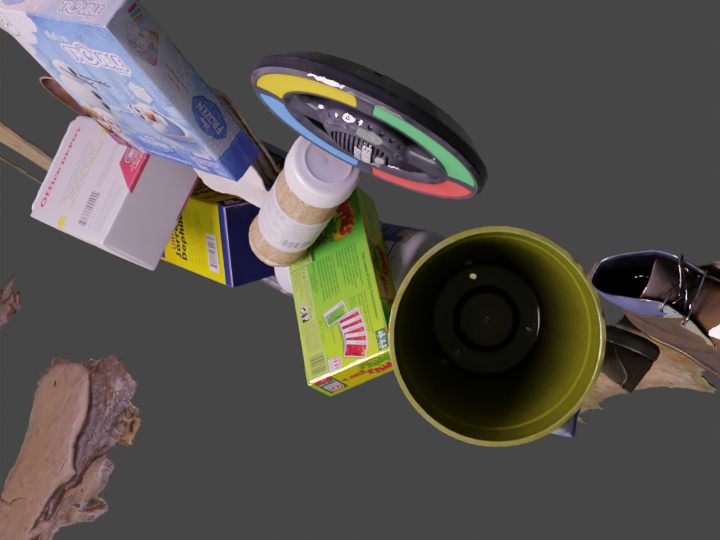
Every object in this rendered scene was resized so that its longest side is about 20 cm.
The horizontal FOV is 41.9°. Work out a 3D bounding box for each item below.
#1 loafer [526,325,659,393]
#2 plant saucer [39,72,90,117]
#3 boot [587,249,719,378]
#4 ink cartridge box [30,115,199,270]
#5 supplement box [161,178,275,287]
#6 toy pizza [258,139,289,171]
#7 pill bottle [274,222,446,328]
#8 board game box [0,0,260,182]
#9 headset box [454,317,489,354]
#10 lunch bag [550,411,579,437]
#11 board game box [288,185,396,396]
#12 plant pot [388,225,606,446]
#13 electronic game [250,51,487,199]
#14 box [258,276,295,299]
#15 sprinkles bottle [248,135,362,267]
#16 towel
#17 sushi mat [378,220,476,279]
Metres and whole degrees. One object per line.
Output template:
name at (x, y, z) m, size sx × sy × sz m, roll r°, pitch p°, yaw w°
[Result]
loafer at (0.235, 0.085, 1.073) m, size 0.199 × 0.072 × 0.073 m, roll 18°, pitch 177°, yaw 37°
plant saucer at (-0.290, -0.194, 1.144) m, size 0.199 × 0.035 × 0.200 m, roll 26°, pitch 172°, yaw 4°
boot at (0.263, 0.035, 0.727) m, size 0.096 × 0.075 × 0.200 m, roll 26°, pitch 175°, yaw -25°
ink cartridge box at (-0.300, -0.100, 1.149) m, size 0.199 × 0.146 × 0.083 m, roll 18°, pitch 172°, yaw 45°
supplement box at (-0.190, -0.061, 1.280) m, size 0.108 × 0.111 × 0.199 m, roll -18°, pitch -157°, yaw -38°
toy pizza at (-0.097, -0.106, 1.112) m, size 0.199 × 0.032 × 0.200 m, roll 25°, pitch 172°, yaw 4°
pill bottle at (0.000, 0.000, 1.105) m, size 0.198 × 0.121 × 0.120 m, roll 12°, pitch 166°, yaw 36°
board game box at (-0.216, -0.175, 0.862) m, size 0.199 × 0.044 × 0.199 m, roll 20°, pitch 158°, yaw 40°
headset box at (0.119, 0.081, 1.435) m, size 0.173 × 0.094 × 0.199 m, roll 29°, pitch 172°, yaw -28°
lunch bag at (0.275, 0.207, 1.679) m, size 0.199 × 0.125 × 0.170 m, roll 7°, pitch 163°, yaw 43°
board game box at (-0.019, 0.019, 1.001) m, size 0.101 × 0.202 × 0.048 m, roll -25°, pitch 148°, yaw 21°
plant pot at (0.131, 0.057, 0.955) m, size 0.199 × 0.202 × 0.193 m, roll 25°, pitch -176°, yaw 3°
electronic game at (0.006, -0.107, 0.728) m, size 0.198 × 0.042 × 0.200 m, roll 25°, pitch 172°, yaw 4°
box at (-0.078, -0.007, 1.446) m, size 0.199 × 0.049 × 0.158 m, roll 29°, pitch 148°, yaw -24°
sprinkles bottle at (-0.059, -0.065, 0.920) m, size 0.068 × 0.069 × 0.200 m, roll 26°, pitch 155°, yaw -8°
towel at (-0.153, -0.132, 0.995) m, size 0.132 × 0.035 × 0.200 m, roll 20°, pitch 159°, yaw 32°
sushi mat at (0.109, -0.012, 1.143) m, size 0.198 × 0.012 × 0.096 m, roll 24°, pitch 171°, yaw 18°
